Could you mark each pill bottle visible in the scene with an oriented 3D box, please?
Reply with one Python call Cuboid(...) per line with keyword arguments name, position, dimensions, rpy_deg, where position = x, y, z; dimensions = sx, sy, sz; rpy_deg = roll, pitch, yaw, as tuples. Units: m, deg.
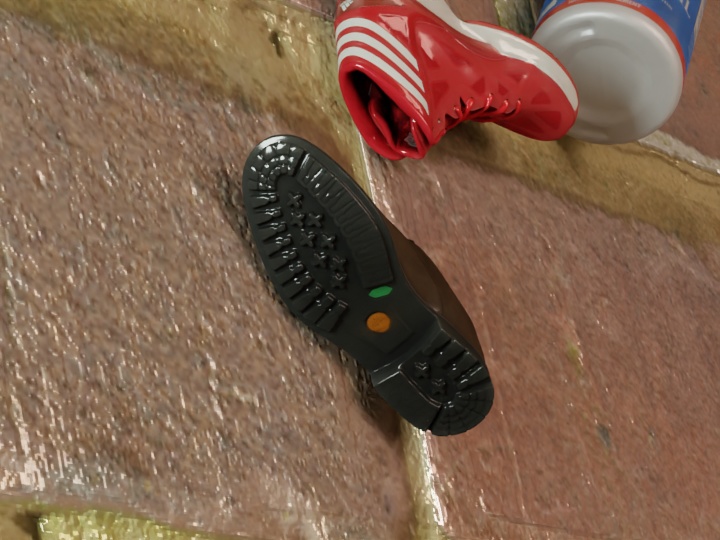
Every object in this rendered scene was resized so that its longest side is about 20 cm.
Cuboid(name="pill bottle", position=(0.188, -0.187, 1.682), dimensions=(0.112, 0.112, 0.200), rpy_deg=(51, 33, -22))

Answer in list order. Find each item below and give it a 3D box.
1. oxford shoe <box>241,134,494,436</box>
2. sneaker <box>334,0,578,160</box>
Cuboid(name="oxford shoe", position=(0.000, 0.000, 1.322), dimensions=(0.200, 0.072, 0.085), rpy_deg=(54, 16, -22))
Cuboid(name="sneaker", position=(0.054, -0.100, 1.473), dimensions=(0.199, 0.078, 0.116), rpy_deg=(26, 56, -30))
